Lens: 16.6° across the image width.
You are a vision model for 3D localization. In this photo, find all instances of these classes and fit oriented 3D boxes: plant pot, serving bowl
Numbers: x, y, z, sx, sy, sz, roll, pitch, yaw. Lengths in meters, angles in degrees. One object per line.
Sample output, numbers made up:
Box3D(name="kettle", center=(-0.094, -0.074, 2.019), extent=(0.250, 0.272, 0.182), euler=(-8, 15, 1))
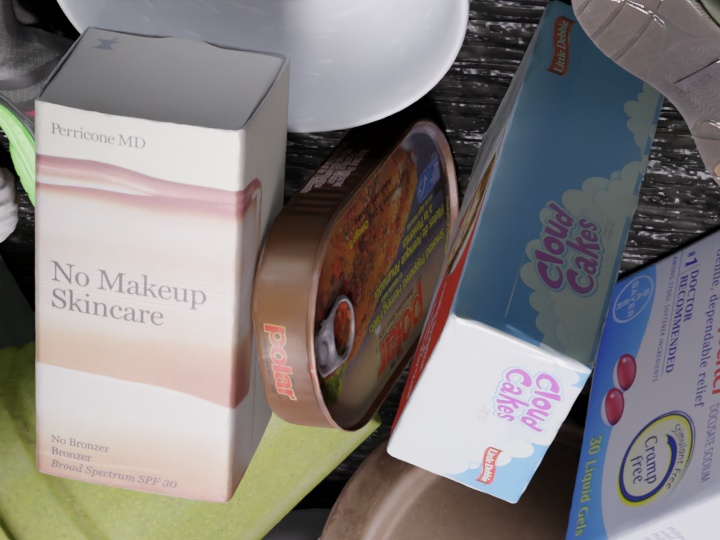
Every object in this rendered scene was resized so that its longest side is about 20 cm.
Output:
Box3D(name="plant pot", center=(0.099, 0.185, 1.342), extent=(0.200, 0.200, 0.175), euler=(44, 173, -32))
Box3D(name="plant pot", center=(-0.096, 0.081, 1.322), extent=(0.184, 0.201, 0.200), euler=(-36, 125, 8))
Box3D(name="serving bowl", center=(-0.044, -0.155, 1.128), extent=(0.199, 0.066, 0.200), euler=(9, 141, 7))

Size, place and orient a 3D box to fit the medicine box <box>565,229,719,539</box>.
Box3D(name="medicine box", center=(0.213, 0.066, 1.218), extent=(0.103, 0.183, 0.200), euler=(35, 137, -24))

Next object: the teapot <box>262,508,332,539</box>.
Box3D(name="teapot", center=(0.007, 0.218, 1.503), extent=(0.146, 0.200, 0.198), euler=(-28, 104, -4))

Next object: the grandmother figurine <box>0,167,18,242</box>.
Box3D(name="grandmother figurine", center=(-0.251, -0.084, 1.290), extent=(0.121, 0.061, 0.200), euler=(-9, 134, 40))

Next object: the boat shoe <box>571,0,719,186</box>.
Box3D(name="boat shoe", center=(0.178, -0.094, 1.122), extent=(0.076, 0.072, 0.200), euler=(-20, 124, 40))

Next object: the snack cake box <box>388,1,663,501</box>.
Box3D(name="snack cake box", center=(0.080, -0.011, 1.141), extent=(0.067, 0.200, 0.115), euler=(21, 142, -3))

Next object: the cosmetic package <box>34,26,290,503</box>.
Box3D(name="cosmetic package", center=(-0.094, -0.002, 1.156), extent=(0.103, 0.087, 0.201), euler=(8, 119, 10))

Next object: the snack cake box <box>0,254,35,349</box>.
Box3D(name="snack cake box", center=(-0.292, 0.044, 1.450), extent=(0.199, 0.067, 0.115), euler=(-2, 138, 20))

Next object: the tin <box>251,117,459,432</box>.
Box3D(name="tin", center=(0.000, 0.000, 1.199), extent=(0.042, 0.200, 0.112), euler=(-1, 116, 23))

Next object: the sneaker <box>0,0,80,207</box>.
Box3D(name="sneaker", center=(-0.151, -0.100, 1.238), extent=(0.083, 0.077, 0.200), euler=(-17, 138, 10))
